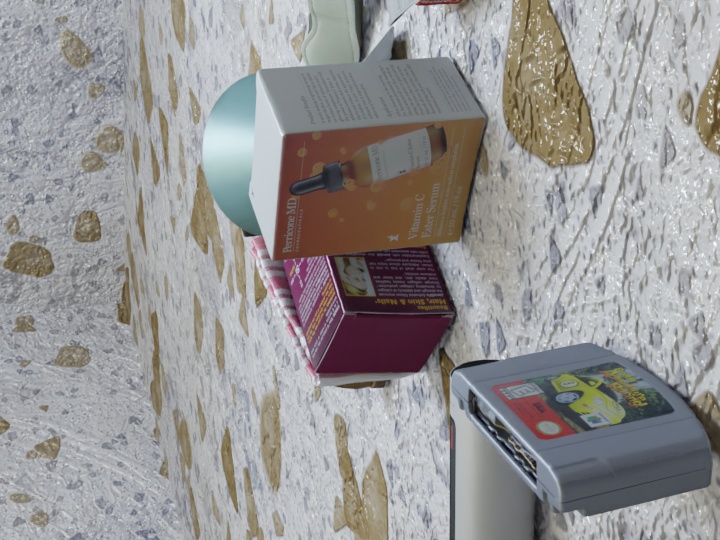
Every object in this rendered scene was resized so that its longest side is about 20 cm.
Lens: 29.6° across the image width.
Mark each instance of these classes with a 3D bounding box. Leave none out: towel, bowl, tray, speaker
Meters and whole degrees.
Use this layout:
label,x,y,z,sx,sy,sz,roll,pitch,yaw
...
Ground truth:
label,x,y,z,sx,sy,sz,roll,pitch,yaw
towel,-0.024,0.037,1.498,0.201,0.145,0.030,62,140,29
bowl,-0.080,-0.140,1.637,0.104,0.199,0.204,4,100,53
tray,-0.028,-0.173,1.478,0.022,0.201,0.107,40,170,-6
speaker,0.120,0.185,1.233,0.081,0.080,0.203,-138,44,-65

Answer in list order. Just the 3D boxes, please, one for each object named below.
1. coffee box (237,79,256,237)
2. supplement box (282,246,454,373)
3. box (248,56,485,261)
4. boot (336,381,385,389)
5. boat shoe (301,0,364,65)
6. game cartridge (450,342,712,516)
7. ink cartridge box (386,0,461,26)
label,x,y,z,sx,sy,sz,roll,pitch,yaw
coffee box,-0.133,-0.160,1.944,0.202,0.079,0.115,100,157,-43
supplement box,0.000,0.000,1.452,0.104,0.129,0.202,119,145,-43
box,0.001,-0.108,1.313,0.107,0.197,0.154,-114,24,-45
boot,-0.008,0.045,1.615,0.074,0.074,0.203,-136,45,-71
boat shoe,-0.028,-0.292,1.579,0.202,0.071,0.061,94,-168,-62
game cartridge,0.160,0.107,0.977,0.200,0.131,0.041,-134,41,-64
ink cartridge box,0.074,-0.303,1.235,0.200,0.050,0.111,157,106,-68
